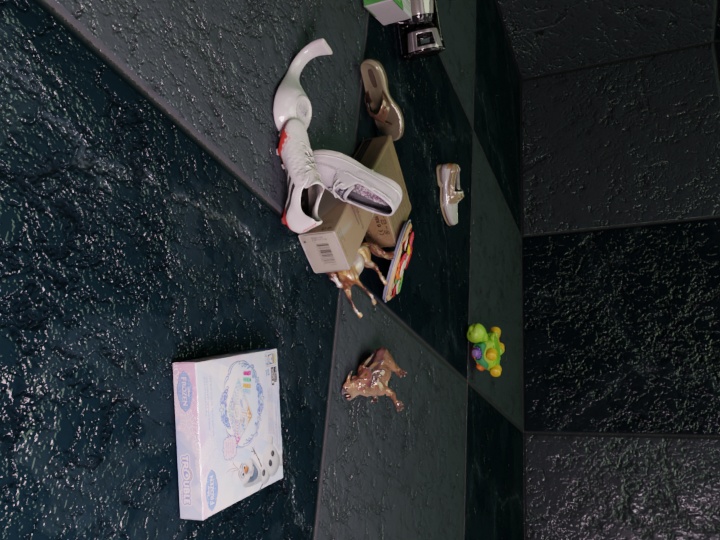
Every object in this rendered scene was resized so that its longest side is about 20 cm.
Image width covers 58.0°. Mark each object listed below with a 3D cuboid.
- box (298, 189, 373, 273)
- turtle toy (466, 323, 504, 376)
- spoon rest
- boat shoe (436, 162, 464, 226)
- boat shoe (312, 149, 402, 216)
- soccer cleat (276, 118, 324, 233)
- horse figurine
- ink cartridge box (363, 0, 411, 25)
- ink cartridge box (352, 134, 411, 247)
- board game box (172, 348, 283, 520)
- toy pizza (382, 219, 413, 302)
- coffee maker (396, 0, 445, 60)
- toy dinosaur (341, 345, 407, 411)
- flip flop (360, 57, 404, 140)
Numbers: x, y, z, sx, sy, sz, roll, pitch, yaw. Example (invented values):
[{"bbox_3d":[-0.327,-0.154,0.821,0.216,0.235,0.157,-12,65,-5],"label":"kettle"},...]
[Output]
[{"bbox_3d":[-0.041,-0.095,1.258,0.200,0.077,0.095,-68,145,-45],"label":"box"},{"bbox_3d":[0.428,0.263,2.232,0.146,0.101,0.201,-66,143,-49],"label":"turtle toy"},{"bbox_3d":[-0.112,-0.330,1.188,0.099,0.060,0.201,45,58,-54],"label":"spoon rest"},{"bbox_3d":[0.291,-0.239,2.056,0.075,0.068,0.201,-44,126,-60],"label":"boat shoe"},{"bbox_3d":[-0.021,-0.156,1.201,0.072,0.199,0.069,-57,-171,41],"label":"boat shoe"},{"bbox_3d":[-0.098,-0.165,1.119,0.068,0.085,0.201,4,83,-44],"label":"soccer cleat"},{"bbox_3d":[0.000,0.000,1.351,0.133,0.050,0.200,53,43,-17],"label":"horse figurine"},{"bbox_3d":[0.060,-0.736,1.608,0.146,0.083,0.201,-5,89,-67],"label":"ink cartridge box"},{"bbox_3d":[0.043,-0.178,1.470,0.165,0.075,0.201,-66,144,-50],"label":"ink cartridge box"},{"bbox_3d":[-0.181,0.219,0.918,0.199,0.043,0.201,4,82,-67],"label":"board game box"},{"bbox_3d":[0.094,-0.020,1.508,0.200,0.032,0.201,17,90,-83],"label":"toy pizza"},{"bbox_3d":[0.163,-0.686,1.772,0.192,0.134,0.201,-38,121,-63],"label":"coffee maker"},{"bbox_3d":[0.035,0.210,1.376,0.136,0.085,0.200,63,26,-28],"label":"toy dinosaur"},{"bbox_3d":[0.042,-0.393,1.520,0.058,0.081,0.201,-47,129,-37],"label":"flip flop"}]
